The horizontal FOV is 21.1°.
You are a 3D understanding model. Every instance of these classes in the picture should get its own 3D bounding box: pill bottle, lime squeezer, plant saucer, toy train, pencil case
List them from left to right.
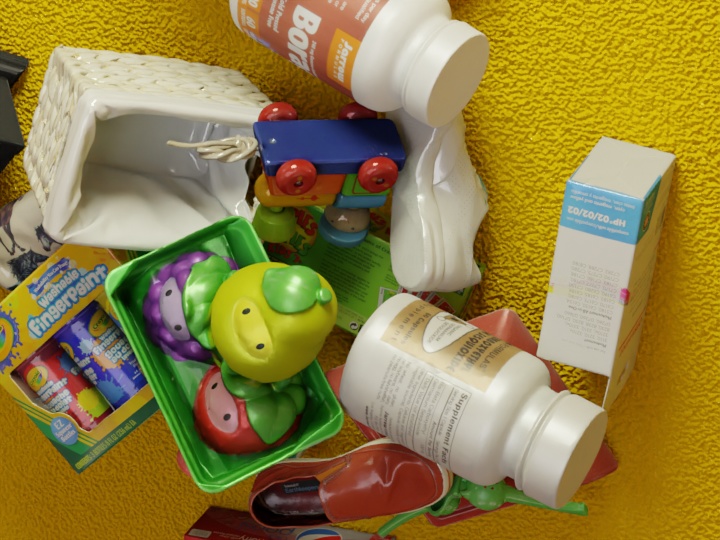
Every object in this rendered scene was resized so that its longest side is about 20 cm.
[{"bbox_3d":[-0.261,-0.048,1.780,0.200,0.078,0.090,-27,115,30],"label":"pencil case"},{"bbox_3d":[-0.071,-0.071,1.595,0.199,0.085,0.116,-3,137,-18],"label":"toy train"},{"bbox_3d":[0.001,-0.199,1.561,0.200,0.112,0.113,33,121,23],"label":"pill bottle"},{"bbox_3d":[0.094,0.143,1.699,0.199,0.037,0.200,-20,119,29],"label":"plant saucer"},{"bbox_3d":[0.095,0.203,1.708,0.199,0.071,0.038,-10,66,22],"label":"lime squeezer"},{"bbox_3d":[0.093,0.109,1.567,0.200,0.114,0.115,27,120,21],"label":"pill bottle"}]

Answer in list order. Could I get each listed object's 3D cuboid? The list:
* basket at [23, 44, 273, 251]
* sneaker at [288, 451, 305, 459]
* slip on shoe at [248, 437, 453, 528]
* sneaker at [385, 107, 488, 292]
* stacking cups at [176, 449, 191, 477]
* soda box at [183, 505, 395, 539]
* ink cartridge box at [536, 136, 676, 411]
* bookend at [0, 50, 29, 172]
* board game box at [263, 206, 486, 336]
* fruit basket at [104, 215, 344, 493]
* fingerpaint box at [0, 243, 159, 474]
[{"bbox_3d":[-0.175,-0.102,1.639,0.123,0.199,0.136,51,128,49],"label":"basket"},{"bbox_3d":[-0.145,0.139,1.794,0.199,0.078,0.080,18,84,16],"label":"sneaker"},{"bbox_3d":[-0.011,0.194,1.702,0.199,0.061,0.074,-9,110,25],"label":"slip on shoe"},{"bbox_3d":[0.072,-0.082,1.631,0.075,0.088,0.201,1,90,56],"label":"sneaker"},{"bbox_3d":[-0.102,0.101,1.719,0.060,0.061,0.200,39,116,4],"label":"stacking cups"},{"bbox_3d":[-0.067,0.283,1.844,0.199,0.063,0.070,7,114,21],"label":"soda box"},{"bbox_3d":[0.198,0.006,1.583,0.068,0.115,0.201,15,116,17],"label":"ink cartridge box"},{"bbox_3d":[-0.371,-0.070,1.751,0.200,0.092,0.199,-44,51,31],"label":"bookend"},{"bbox_3d":[0.000,0.000,1.705,0.199,0.048,0.102,27,119,10],"label":"board game box"},{"bbox_3d":[-0.099,0.060,1.555,0.155,0.216,0.216,-25,103,-12],"label":"fruit basket"},{"bbox_3d":[-0.234,0.061,1.731,0.200,0.073,0.167,-37,94,33],"label":"fingerpaint box"}]
